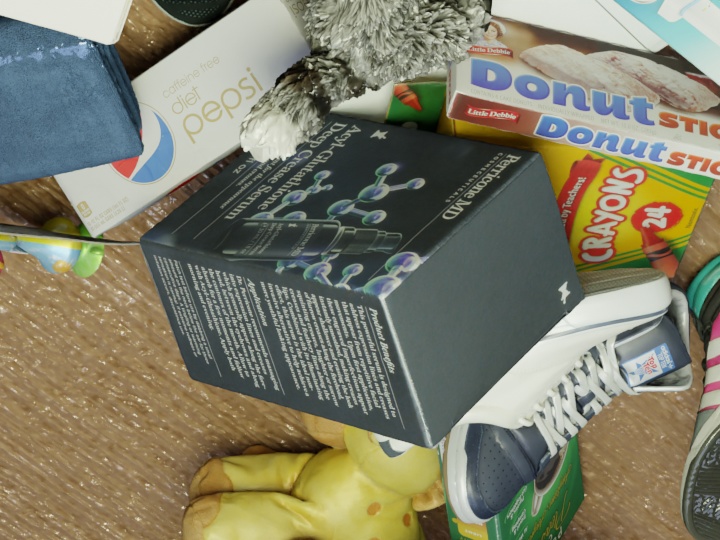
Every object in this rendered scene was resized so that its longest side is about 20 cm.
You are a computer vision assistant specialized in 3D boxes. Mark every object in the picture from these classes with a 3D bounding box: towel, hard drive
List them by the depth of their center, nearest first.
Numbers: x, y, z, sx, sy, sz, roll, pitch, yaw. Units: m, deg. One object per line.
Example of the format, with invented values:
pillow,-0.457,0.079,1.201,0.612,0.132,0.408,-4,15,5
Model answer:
towel,-0.228,-0.097,1.599,0.198,0.049,0.112,-8,136,12
hard drive,0.070,-0.133,1.657,0.199,0.027,0.132,-31,126,30

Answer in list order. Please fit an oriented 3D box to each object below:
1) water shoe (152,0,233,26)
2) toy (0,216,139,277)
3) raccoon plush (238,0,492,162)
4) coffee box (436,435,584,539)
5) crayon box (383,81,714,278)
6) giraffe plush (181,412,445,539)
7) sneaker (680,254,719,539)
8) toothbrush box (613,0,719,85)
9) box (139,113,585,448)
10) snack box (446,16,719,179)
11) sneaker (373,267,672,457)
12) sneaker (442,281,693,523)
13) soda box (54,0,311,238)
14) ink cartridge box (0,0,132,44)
water shoe,-0.093,-0.203,1.560,0.071,0.079,0.201,7,135,-3
toy,-0.241,-0.011,1.691,0.199,0.048,0.115,1,-175,-43
raccoon plush,0.000,-0.165,1.522,0.096,0.200,0.135,7,131,32
coffee box,0.098,0.124,1.843,0.044,0.123,0.201,15,141,24
crayon box,0.108,-0.053,1.688,0.198,0.051,0.127,1,143,-10
giraffe plush,-0.002,0.134,1.856,0.199,0.173,0.163,22,112,-4
sneaker,0.241,0.064,1.776,0.083,0.121,0.201,16,105,-13
toothbrush box,0.246,-0.172,1.565,0.199,0.086,0.146,34,127,-26
box,0.000,0.000,1.614,0.199,0.148,0.108,13,133,41
snack box,0.147,-0.098,1.617,0.198,0.072,0.024,12,137,-10
sneaker,0.093,0.054,1.664,0.199,0.073,0.071,-18,103,3
sneaker,0.133,0.075,1.714,0.108,0.200,0.070,3,136,36
soda box,-0.094,-0.098,1.658,0.199,0.064,0.068,-31,92,30
ink cartridge box,-0.177,-0.226,1.456,0.145,0.201,0.085,14,134,-11
